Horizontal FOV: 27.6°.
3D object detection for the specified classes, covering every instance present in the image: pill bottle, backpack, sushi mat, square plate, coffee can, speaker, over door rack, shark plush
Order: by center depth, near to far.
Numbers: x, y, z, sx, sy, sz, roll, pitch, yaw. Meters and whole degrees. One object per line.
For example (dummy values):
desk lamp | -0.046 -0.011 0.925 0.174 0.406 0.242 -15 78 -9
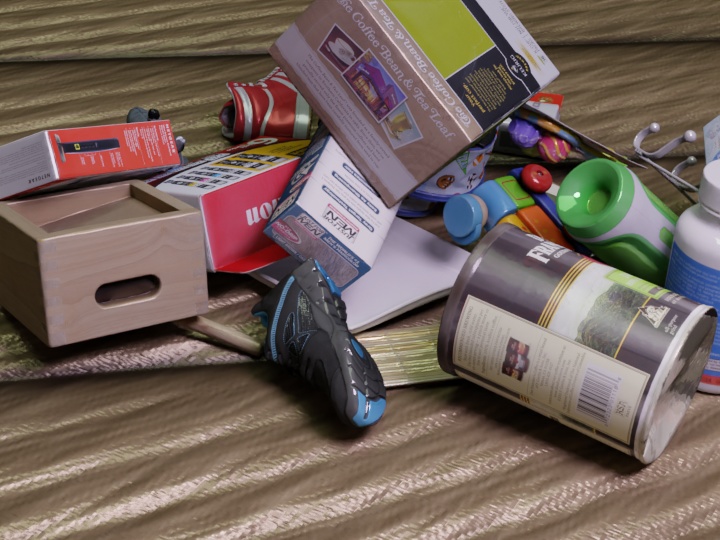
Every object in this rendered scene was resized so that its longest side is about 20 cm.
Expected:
coffee can | 0.188 0.062 1.276 0.200 0.147 0.146 24 35 23
pill bottle | 0.340 0.004 1.352 0.112 0.200 0.112 3 30 -2
sushi mat | 0.071 0.077 1.381 0.200 0.012 0.096 -5 32 -16
speaker | 0.272 -0.031 1.420 0.200 0.088 0.088 34 6 -42
square plate | 0.000 0.000 1.481 0.200 0.029 0.198 -20 34 -36
over door rack | 0.382 -0.074 1.554 0.148 0.067 0.200 36 17 -26
shark plush | -0.231 -0.137 1.592 0.091 0.083 0.200 -5 7 -6
backpack | 0.054 -0.147 1.626 0.190 0.154 0.200 13 38 8

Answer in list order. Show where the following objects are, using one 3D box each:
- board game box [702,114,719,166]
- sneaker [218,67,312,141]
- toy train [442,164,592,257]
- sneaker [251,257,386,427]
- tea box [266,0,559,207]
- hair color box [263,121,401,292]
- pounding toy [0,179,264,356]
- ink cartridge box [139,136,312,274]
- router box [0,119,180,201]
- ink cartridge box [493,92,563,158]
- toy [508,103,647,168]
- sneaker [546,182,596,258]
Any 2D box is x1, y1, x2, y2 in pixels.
board game box | 0.426 -0.050 1.482 0.200 0.043 0.199 47 26 -12
sneaker | -0.116 -0.215 1.806 0.112 0.071 0.200 5 32 -5
toy train | 0.176 -0.011 1.453 0.116 0.085 0.200 -14 57 -41
sneaker | -0.037 0.078 1.310 0.082 0.073 0.200 -33 40 6
tea box | 0.055 -0.206 1.442 0.200 0.134 0.197 52 42 0
hair color box | -0.013 -0.082 1.444 0.100 0.061 0.200 40 42 -15
pounding toy | -0.220 0.007 1.373 0.200 0.142 0.184 -12 20 -28
ink cartridge box | -0.110 -0.070 1.498 0.175 0.084 0.200 8 25 44
router box | -0.314 -0.099 1.467 0.200 0.049 0.179 -14 0 34
ink cartridge box | 0.173 -0.213 1.861 0.162 0.057 0.200 9 35 10
toy | 0.220 -0.148 1.690 0.200 0.047 0.115 21 1 -23
sneaker | 0.243 -0.034 1.549 0.200 0.067 0.090 18 40 24
